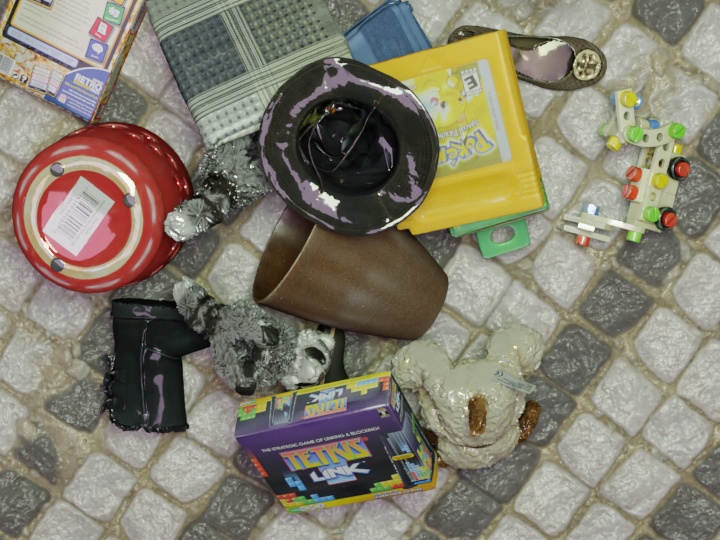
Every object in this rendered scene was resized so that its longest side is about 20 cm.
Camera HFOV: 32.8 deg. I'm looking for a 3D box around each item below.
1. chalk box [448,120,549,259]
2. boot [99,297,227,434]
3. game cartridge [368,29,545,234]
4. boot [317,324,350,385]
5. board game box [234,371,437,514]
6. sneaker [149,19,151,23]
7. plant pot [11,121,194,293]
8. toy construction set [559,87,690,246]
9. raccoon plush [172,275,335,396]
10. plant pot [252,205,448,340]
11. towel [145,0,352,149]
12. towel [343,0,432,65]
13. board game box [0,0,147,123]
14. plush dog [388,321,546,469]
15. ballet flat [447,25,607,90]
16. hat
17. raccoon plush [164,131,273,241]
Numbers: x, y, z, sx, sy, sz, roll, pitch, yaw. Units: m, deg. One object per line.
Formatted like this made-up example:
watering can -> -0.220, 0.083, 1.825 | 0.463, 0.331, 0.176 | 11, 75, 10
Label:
chalk box -> 0.150, -0.115, 1.468 | 0.123, 0.124, 0.202 | -17, 99, 4
boot -> -0.233, 0.122, 1.539 | 0.195, 0.073, 0.165 | 4, 97, 7
game cartridge -> 0.102, -0.151, 1.380 | 0.174, 0.032, 0.203 | -12, 99, 19
boot -> 0.002, 0.162, 1.548 | 0.136, 0.078, 0.203 | 4, 112, -4
board game box -> -0.027, 0.209, 1.459 | 0.198, 0.057, 0.166 | -14, 132, 19
sneaker -> -0.164, -0.333, 1.459 | 0.198, 0.080, 0.072 | -21, 99, 4
plant pot -> -0.305, -0.070, 1.456 | 0.197, 0.183, 0.203 | 0, 101, -1
toy construction set -> 0.326, -0.113, 1.482 | 0.130, 0.092, 0.202 | 13, 108, -26
raccoon plush -> -0.116, 0.067, 1.462 | 0.097, 0.133, 0.201 | -50, 61, 25
plant pot -> 0.000, 0.000, 1.476 | 0.199, 0.187, 0.188 | 29, 99, -17
towel -> -0.121, -0.257, 1.387 | 0.198, 0.035, 0.194 | -24, 79, -7
towel -> -0.002, -0.228, 1.456 | 0.200, 0.048, 0.112 | -40, 117, -18
board game box -> -0.350, -0.303, 1.485 | 0.150, 0.046, 0.202 | 26, 99, -3
plush dog -> 0.145, 0.179, 1.511 | 0.197, 0.162, 0.173 | -12, 135, 2
ballet flat -> 0.203, -0.260, 1.483 | 0.197, 0.046, 0.068 | 12, 100, -1
hat -> -0.011, -0.138, 1.356 | 0.198, 0.081, 0.203 | 1, 101, 5
raccoon plush -> -0.168, -0.104, 1.441 | 0.199, 0.134, 0.097 | -32, 90, -23
